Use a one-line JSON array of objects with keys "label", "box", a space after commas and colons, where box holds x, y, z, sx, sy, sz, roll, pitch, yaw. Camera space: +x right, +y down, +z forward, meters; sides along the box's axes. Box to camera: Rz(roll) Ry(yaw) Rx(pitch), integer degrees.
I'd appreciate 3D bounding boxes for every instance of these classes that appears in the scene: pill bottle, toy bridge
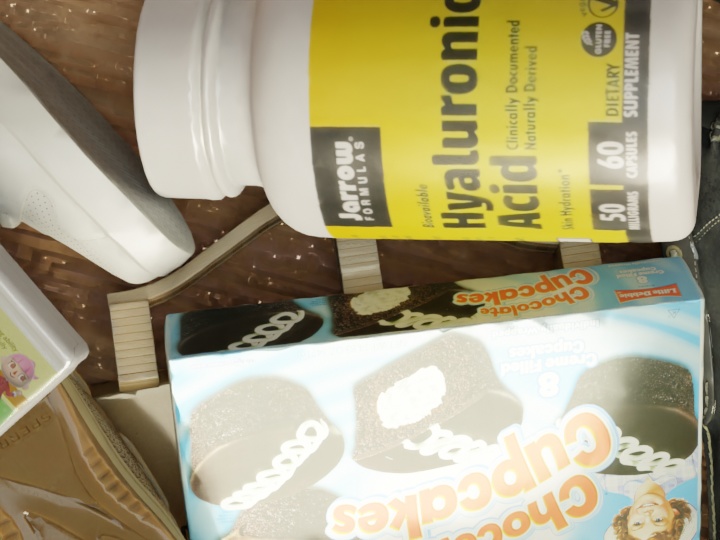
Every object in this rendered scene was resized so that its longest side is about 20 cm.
[{"label": "pill bottle", "box": [0.023, -0.066, 0.821, 0.199, 0.111, 0.112, 1, 102, 11]}, {"label": "toy bridge", "box": [0.000, 0.000, 0.876, 0.199, 0.027, 0.068, -8, 80, -3]}]

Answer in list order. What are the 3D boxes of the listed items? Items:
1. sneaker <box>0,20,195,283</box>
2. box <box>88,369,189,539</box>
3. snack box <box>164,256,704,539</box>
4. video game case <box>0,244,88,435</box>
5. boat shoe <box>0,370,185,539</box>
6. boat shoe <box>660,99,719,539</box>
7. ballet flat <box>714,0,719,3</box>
[{"label": "sneaker", "box": [-0.166, -0.040, 0.844, 0.200, 0.074, 0.116, 42, 98, -3]}, {"label": "box", "box": [-0.012, 0.107, 0.909, 0.199, 0.021, 0.164, -12, 103, -2]}, {"label": "snack box", "box": [0.030, 0.063, 0.858, 0.199, 0.037, 0.117, -7, 119, -4]}, {"label": "video game case", "box": [-0.226, 0.011, 0.809, 0.182, 0.022, 0.200, -41, 91, 16]}, {"label": "boat shoe", "box": [-0.102, 0.095, 0.852, 0.071, 0.065, 0.201, -25, 98, 6]}, {"label": "boat shoe", "box": [0.149, 0.028, 0.896, 0.067, 0.072, 0.201, 8, 112, 32]}, {"label": "ballet flat", "box": [0.097, -0.152, 0.834, 0.199, 0.066, 0.057, 22, 86, -30]}]
